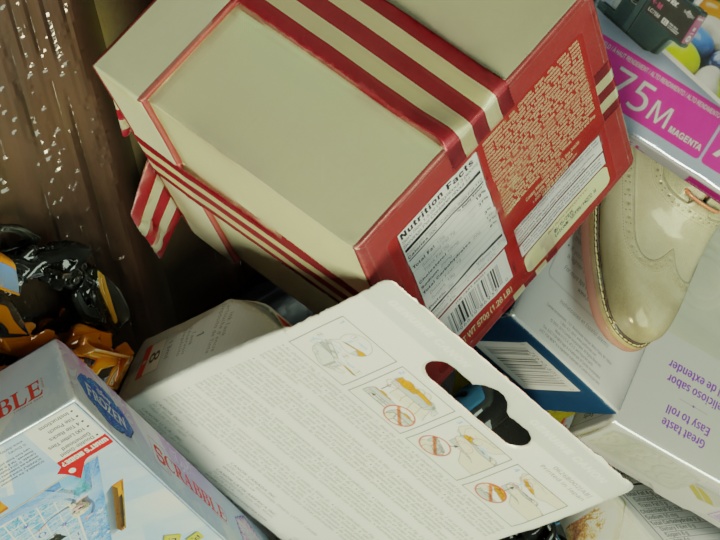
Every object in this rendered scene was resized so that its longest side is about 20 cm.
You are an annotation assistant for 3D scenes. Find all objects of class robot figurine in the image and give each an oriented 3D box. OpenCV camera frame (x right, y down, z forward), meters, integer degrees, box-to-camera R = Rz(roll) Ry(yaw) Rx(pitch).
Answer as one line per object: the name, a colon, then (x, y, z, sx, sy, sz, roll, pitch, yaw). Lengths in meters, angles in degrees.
robot figurine: (-0.187, 0.045, 1.153, 0.200, 0.058, 0.145, 20, 99, -44)

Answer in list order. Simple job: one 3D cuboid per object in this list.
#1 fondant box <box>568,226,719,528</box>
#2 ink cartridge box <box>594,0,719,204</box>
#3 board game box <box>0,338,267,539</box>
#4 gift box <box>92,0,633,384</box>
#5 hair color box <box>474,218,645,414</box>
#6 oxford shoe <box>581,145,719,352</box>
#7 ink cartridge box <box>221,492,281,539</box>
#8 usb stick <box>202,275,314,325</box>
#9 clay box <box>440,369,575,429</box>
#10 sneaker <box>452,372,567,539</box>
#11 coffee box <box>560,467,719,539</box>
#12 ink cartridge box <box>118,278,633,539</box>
fondant box: (0.216, 0.036, 1.387, 0.144, 0.058, 0.200, 30, 68, -14)
ink cartridge box: (0.190, -0.144, 1.236, 0.200, 0.119, 0.042, -58, 180, -2)
board game box: (-0.167, 0.140, 1.166, 0.200, 0.041, 0.200, -29, 138, 9)
gift box: (-0.004, -0.066, 1.174, 0.185, 0.187, 0.200, -45, 153, -16)
hair color box: (0.123, -0.035, 1.330, 0.100, 0.060, 0.200, 42, 63, -35)
oxford shoe: (0.166, -0.055, 1.278, 0.071, 0.074, 0.200, 26, 72, -40)
ink cartridge box: (-0.076, 0.131, 1.278, 0.200, 0.039, 0.100, -11, 121, -9)
usb stick: (0.000, 0.000, 1.311, 0.200, 0.033, 0.056, -31, 134, -27)
clay box: (0.067, 0.064, 1.378, 0.200, 0.048, 0.115, -18, 128, -42)
sneaker: (0.083, 0.129, 1.331, 0.073, 0.082, 0.200, -38, 145, -16)
coffee box: (0.200, 0.231, 1.462, 0.200, 0.198, 0.200, -1, 128, -40)
ink cartridge box: (0.006, 0.065, 1.157, 0.162, 0.200, 0.050, 40, 47, -23)
